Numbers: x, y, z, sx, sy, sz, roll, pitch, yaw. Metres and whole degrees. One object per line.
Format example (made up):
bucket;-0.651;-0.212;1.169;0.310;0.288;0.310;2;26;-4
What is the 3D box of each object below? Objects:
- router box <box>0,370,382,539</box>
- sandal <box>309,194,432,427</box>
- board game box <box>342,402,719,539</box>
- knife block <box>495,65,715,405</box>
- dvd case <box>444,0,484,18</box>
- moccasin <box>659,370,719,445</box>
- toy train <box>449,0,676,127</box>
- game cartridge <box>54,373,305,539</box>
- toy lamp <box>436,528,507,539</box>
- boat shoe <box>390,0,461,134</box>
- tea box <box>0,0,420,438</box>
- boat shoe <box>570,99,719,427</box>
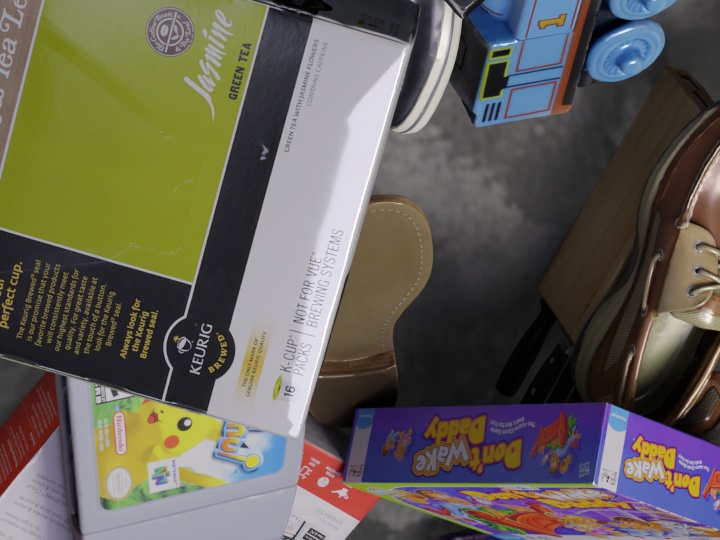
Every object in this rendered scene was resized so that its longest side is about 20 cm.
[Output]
router box;-0.115;0.134;1.680;0.200;0.049;0.180;31;106;-33
sandal;-0.006;0.000;1.635;0.077;0.070;0.212;-2;144;-6
board game box;0.106;0.112;1.641;0.134;0.199;0.045;22;73;-38
knife block;0.141;0.007;1.690;0.175;0.064;0.201;-24;126;-6
dvd case;0.038;-0.245;1.437;0.150;0.025;0.200;-41;85;0
moccasin;0.226;0.113;1.742;0.074;0.078;0.201;-39;160;-3
toy train;0.105;-0.161;1.532;0.114;0.087;0.200;-13;147;-19
game cartridge;-0.095;0.070;1.596;0.133;0.040;0.201;-14;122;-20
toy lamp;0.136;0.184;1.802;0.199;0.058;0.058;7;118;-23
boat shoe;0.020;-0.166;1.504;0.062;0.075;0.201;-1;115;-14
tea box;-0.091;-0.052;1.436;0.196;0.134;0.201;16;104;-2
boat shoe;0.184;0.006;1.620;0.075;0.074;0.201;10;116;-26
